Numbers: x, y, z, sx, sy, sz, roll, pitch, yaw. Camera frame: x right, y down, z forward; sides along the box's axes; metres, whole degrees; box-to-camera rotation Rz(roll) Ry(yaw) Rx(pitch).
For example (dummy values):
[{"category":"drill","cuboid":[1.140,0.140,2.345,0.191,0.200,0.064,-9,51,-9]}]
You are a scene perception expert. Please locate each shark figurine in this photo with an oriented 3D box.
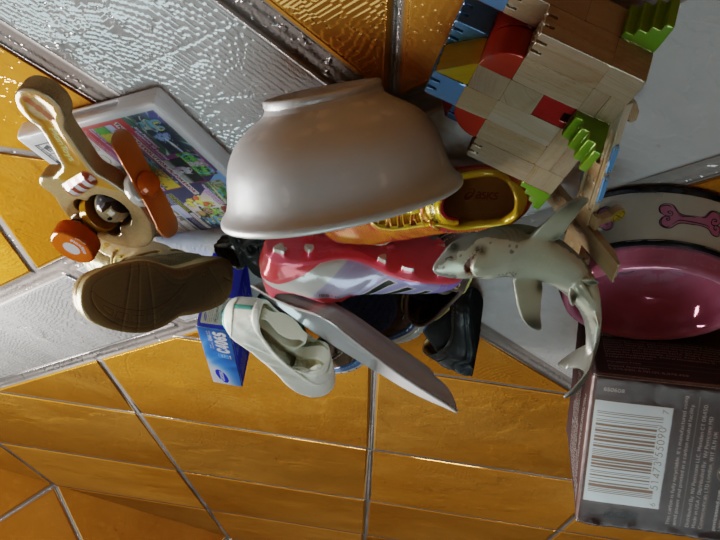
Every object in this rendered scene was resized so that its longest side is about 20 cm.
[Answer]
[{"category":"shark figurine","cuboid":[0.162,0.004,0.790,0.128,0.090,0.214,-45,121,7]}]

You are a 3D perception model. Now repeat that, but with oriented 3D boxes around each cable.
[{"category":"cable","cuboid":[-0.117,-0.038,0.945,0.095,0.051,0.201,20,163,12]}]

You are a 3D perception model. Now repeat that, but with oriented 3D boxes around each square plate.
[{"category":"square plate","cuboid":[-0.006,0.074,0.980,0.197,0.029,0.199,37,170,-27]}]

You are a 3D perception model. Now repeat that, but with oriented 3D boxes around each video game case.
[{"category":"video game case","cuboid":[-0.204,-0.098,0.898,0.179,0.023,0.200,-6,149,30]}]

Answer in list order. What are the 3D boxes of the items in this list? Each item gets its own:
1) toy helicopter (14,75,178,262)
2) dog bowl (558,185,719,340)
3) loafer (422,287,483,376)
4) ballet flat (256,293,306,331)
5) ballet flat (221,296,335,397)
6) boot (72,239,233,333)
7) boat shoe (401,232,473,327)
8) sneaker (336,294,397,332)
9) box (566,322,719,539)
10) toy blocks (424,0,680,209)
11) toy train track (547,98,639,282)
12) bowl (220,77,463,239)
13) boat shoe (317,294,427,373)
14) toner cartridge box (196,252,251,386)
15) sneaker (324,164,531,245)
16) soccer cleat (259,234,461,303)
[{"category":"toy helicopter","cuboid":[-0.241,-0.091,0.821,0.130,0.080,0.202,6,143,22]},{"category":"dog bowl","cuboid":[0.279,0.002,0.873,0.196,0.075,0.201,8,154,4]},{"category":"loafer","cuboid":[0.107,0.074,1.088,0.071,0.074,0.201,10,154,9]},{"category":"ballet flat","cuboid":[-0.099,0.077,1.160,0.070,0.073,0.202,6,149,8]},{"category":"ballet flat","cuboid":[-0.077,0.092,1.059,0.068,0.071,0.200,-11,142,37]},{"category":"boot","cuboid":[-0.251,0.005,0.954,0.153,0.074,0.199,15,-163,32]},{"category":"boat shoe","cuboid":[0.087,-0.001,0.949,0.070,0.061,0.200,14,154,-9]},{"category":"sneaker","cuboid":[-0.037,-0.009,0.969,0.077,0.070,0.201,26,158,49]},{"category":"box","cuboid":[0.310,0.151,0.959,0.161,0.169,0.200,5,-161,9]},{"category":"toy blocks","cuboid":[0.111,-0.137,0.644,0.135,0.101,0.201,24,154,-2]},{"category":"toy train track","cuboid":[0.202,-0.071,0.760,0.032,0.116,0.202,-19,143,-16]},{"category":"bowl","cuboid":[-0.023,-0.096,0.710,0.197,0.092,0.201,-11,-165,3]},{"category":"boat shoe","cuboid":[-0.003,0.064,1.116,0.072,0.073,0.199,30,138,-29]},{"category":"toner cartridge box","cuboid":[-0.165,0.066,1.137,0.042,0.097,0.201,9,154,2]},{"category":"sneaker","cuboid":[0.052,-0.063,0.803,0.196,0.075,0.077,-9,-174,18]},{"category":"soccer cleat","cuboid":[0.000,0.000,0.878,0.195,0.068,0.077,5,136,-4]}]
